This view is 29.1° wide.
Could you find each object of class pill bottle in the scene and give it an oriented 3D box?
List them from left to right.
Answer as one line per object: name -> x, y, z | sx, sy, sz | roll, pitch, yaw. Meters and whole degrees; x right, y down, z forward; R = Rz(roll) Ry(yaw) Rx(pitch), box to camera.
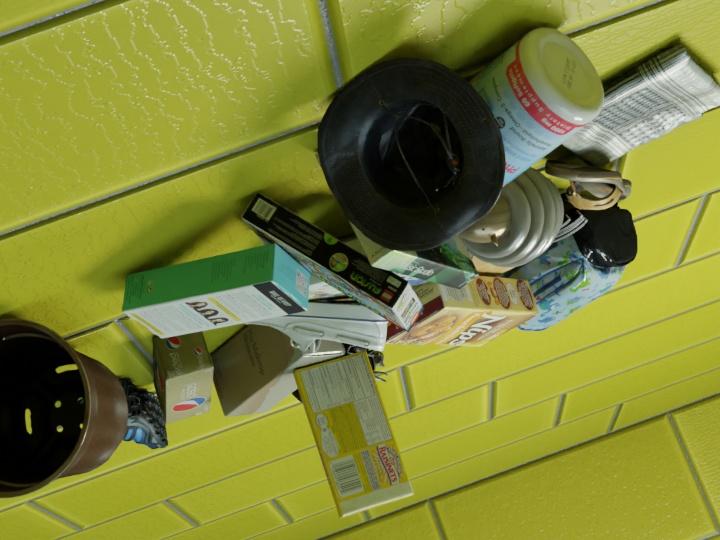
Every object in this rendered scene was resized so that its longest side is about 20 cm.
pill bottle -> 0.142, -0.149, 1.408 | 0.108, 0.109, 0.200 | 0, 152, -44

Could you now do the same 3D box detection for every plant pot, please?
plant pot -> -0.379, 0.168, 1.641 | 0.200, 0.201, 0.198 | -22, 168, 6

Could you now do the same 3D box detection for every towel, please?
towel -> 0.322, -0.181, 1.614 | 0.192, 0.035, 0.200 | -29, 160, 22

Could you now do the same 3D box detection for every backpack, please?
backpack -> 0.272, -0.003, 1.916 | 0.199, 0.155, 0.163 | -16, 172, 32

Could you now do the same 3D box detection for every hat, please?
hat -> 0.060, -0.122, 1.358 | 0.200, 0.201, 0.081 | -34, -176, 34

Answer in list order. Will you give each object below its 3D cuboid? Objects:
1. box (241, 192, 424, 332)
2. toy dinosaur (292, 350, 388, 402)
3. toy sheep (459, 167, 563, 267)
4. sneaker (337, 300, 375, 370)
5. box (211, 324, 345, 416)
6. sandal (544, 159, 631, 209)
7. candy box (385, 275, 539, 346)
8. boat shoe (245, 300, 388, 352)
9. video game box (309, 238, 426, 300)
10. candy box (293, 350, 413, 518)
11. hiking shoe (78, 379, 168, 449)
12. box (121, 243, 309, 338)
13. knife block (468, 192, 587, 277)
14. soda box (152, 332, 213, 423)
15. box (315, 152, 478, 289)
box -> -0.029, -0.008, 1.511 | 0.035, 0.200, 0.110 | -57, 161, -8
toy dinosaur -> -0.065, 0.150, 2.015 | 0.200, 0.103, 0.077 | -31, 158, 25
toy sheep -> 0.173, -0.067, 1.643 | 0.138, 0.138, 0.200 | -34, 171, 34
sneaker -> 0.003, 0.080, 1.883 | 0.076, 0.115, 0.199 | -4, 153, -42
box -> -0.117, 0.117, 1.889 | 0.078, 0.095, 0.200 | -2, 152, -42
sandal -> 0.287, -0.100, 1.725 | 0.080, 0.054, 0.200 | 12, 179, 27
candy box -> 0.128, 0.053, 1.824 | 0.199, 0.056, 0.115 | 6, 151, -46
boat shoe -> -0.064, 0.071, 1.757 | 0.199, 0.066, 0.074 | 3, -178, 14
video game box -> 0.000, 0.000, 1.687 | 0.200, 0.047, 0.182 | -15, 167, 43
candy box -> -0.010, 0.212, 1.811 | 0.102, 0.201, 0.026 | -13, 164, -18
hiking shoe -> -0.337, 0.207, 1.964 | 0.086, 0.075, 0.200 | -15, 152, 9
box -> -0.163, 0.025, 1.558 | 0.199, 0.049, 0.082 | -11, 150, 25
knife block -> 0.193, -0.039, 1.821 | 0.175, 0.064, 0.200 | -10, 158, -25
soda box -> -0.241, 0.143, 1.880 | 0.067, 0.064, 0.200 | -15, 161, -14
box -> 0.043, -0.058, 1.499 | 0.036, 0.145, 0.200 | -37, 156, 23
